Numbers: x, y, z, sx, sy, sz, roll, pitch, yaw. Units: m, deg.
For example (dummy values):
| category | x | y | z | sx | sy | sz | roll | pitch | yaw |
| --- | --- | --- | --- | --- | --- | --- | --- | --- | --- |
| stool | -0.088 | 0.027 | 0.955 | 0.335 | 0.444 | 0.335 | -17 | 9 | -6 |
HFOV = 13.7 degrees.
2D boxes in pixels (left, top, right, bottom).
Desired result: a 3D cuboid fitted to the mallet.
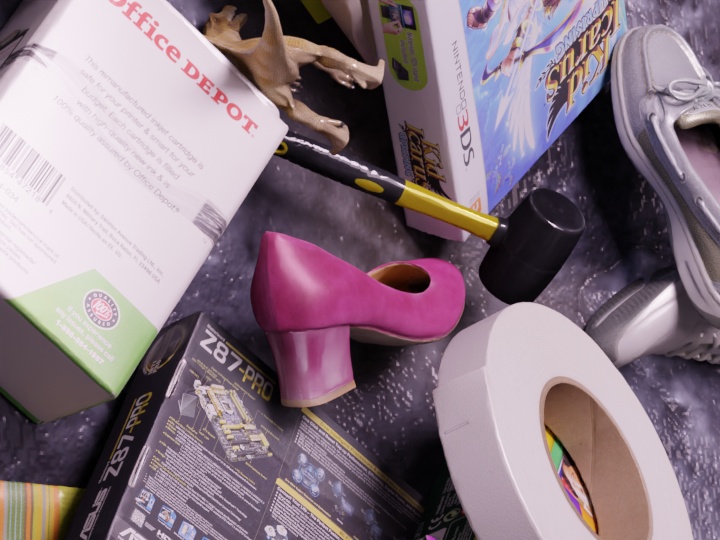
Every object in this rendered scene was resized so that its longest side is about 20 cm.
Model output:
| category | x | y | z | sx | sy | sz | roll | pitch | yaw |
| --- | --- | --- | --- | --- | --- | --- | --- | --- | --- |
| mallet | 0.025 | -0.034 | 1.691 | 0.200 | 0.066 | 0.041 | 16 | 35 | -12 |

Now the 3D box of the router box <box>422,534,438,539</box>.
| category | x | y | z | sx | sy | sz | roll | pitch | yaw |
| --- | --- | --- | --- | --- | --- | --- | --- | --- | --- |
| router box | 0.047 | 0.255 | 1.539 | 0.149 | 0.051 | 0.200 | 28 | 105 | -14 |

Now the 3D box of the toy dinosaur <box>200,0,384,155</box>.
| category | x | y | z | sx | sy | sz | roll | pitch | yaw |
| --- | --- | --- | --- | --- | --- | --- | --- | --- | --- |
| toy dinosaur | -0.044 | -0.108 | 1.617 | 0.101 | 0.200 | 0.058 | 25 | 90 | -12 |

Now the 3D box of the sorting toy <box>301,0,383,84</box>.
| category | x | y | z | sx | sy | sz | roll | pitch | yaw |
| --- | --- | --- | --- | --- | --- | --- | --- | --- | --- |
| sorting toy | 0.030 | -0.184 | 1.746 | 0.200 | 0.107 | 0.180 | -51 | 124 | -32 |

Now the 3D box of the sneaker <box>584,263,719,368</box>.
| category | x | y | z | sx | sy | sz | roll | pitch | yaw |
| --- | --- | --- | --- | --- | --- | --- | --- | --- | --- |
| sneaker | 0.217 | 0.024 | 1.833 | 0.200 | 0.070 | 0.080 | -27 | 96 | -40 |

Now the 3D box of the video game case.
| category | x | y | z | sx | sy | sz | roll | pitch | yaw |
| --- | --- | --- | --- | --- | --- | --- | --- | --- | --- |
| video game case | 0.084 | -0.147 | 1.741 | 0.200 | 0.045 | 0.181 | -47 | 142 | -36 |

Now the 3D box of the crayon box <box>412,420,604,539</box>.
| category | x | y | z | sx | sy | sz | roll | pitch | yaw |
| --- | --- | --- | --- | --- | --- | --- | --- | --- | --- |
| crayon box | 0.107 | 0.179 | 1.657 | 0.173 | 0.058 | 0.200 | 54 | 28 | -16 |

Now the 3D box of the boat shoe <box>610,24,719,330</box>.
| category | x | y | z | sx | sy | sz | roll | pitch | yaw |
| --- | --- | --- | --- | --- | --- | --- | --- | --- | --- |
| boat shoe | 0.208 | -0.063 | 1.782 | 0.074 | 0.065 | 0.202 | 4 | 60 | -36 |

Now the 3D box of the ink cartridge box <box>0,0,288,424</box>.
| category | x | y | z | sx | sy | sz | roll | pitch | yaw |
| --- | --- | --- | --- | --- | --- | --- | --- | --- | --- |
| ink cartridge box | -0.151 | -0.045 | 1.568 | 0.145 | 0.084 | 0.200 | 44 | 55 | -18 |

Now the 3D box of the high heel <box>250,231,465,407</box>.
| category | x | y | z | sx | sy | sz | roll | pitch | yaw |
| --- | --- | --- | --- | --- | --- | --- | --- | --- | --- |
| high heel | 0.000 | 0.000 | 1.646 | 0.200 | 0.067 | 0.096 | -29 | 115 | -53 |

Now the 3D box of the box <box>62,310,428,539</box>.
| category | x | y | z | sx | sy | sz | roll | pitch | yaw |
| --- | --- | --- | --- | --- | --- | --- | --- | --- | --- |
| box | -0.052 | 0.143 | 1.588 | 0.200 | 0.049 | 0.161 | 41 | 50 | -24 |

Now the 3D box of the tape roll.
| category | x | y | z | sx | sy | sz | roll | pitch | yaw |
| --- | --- | --- | --- | --- | --- | --- | --- | --- | --- |
| tape roll | 0.113 | 0.113 | 1.623 | 0.203 | 0.037 | 0.203 | 42 | 33 | -35 |

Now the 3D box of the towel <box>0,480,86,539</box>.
| category | x | y | z | sx | sy | sz | roll | pitch | yaw |
| --- | --- | --- | --- | --- | --- | --- | --- | --- | --- |
| towel | -0.133 | 0.154 | 1.562 | 0.200 | 0.018 | 0.086 | 7 | 73 | -35 |
